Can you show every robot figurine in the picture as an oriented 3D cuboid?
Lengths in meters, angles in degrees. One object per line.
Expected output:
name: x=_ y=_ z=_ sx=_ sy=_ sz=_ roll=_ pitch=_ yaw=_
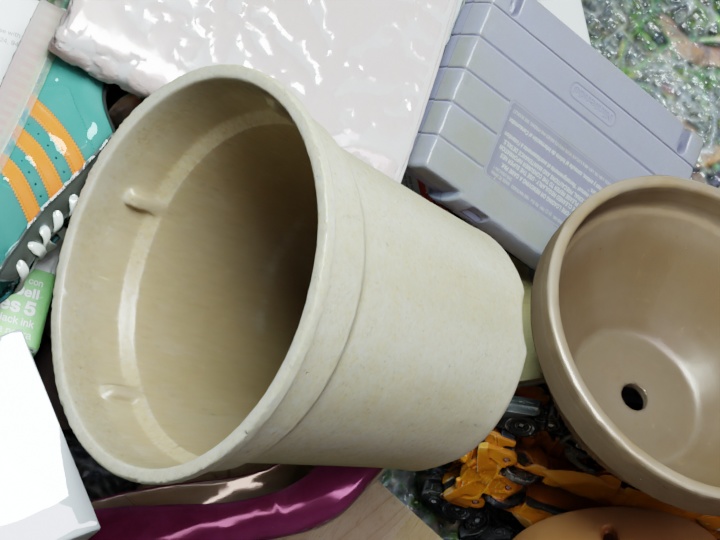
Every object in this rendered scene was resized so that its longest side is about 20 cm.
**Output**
robot figurine: x=0.137 y=0.130 z=1.195 sx=0.199 sy=0.145 sz=0.058 roll=22 pitch=47 yaw=-9

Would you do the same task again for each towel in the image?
towel: x=-0.046 y=-0.155 z=1.059 sx=0.199 sy=0.032 sz=0.192 roll=24 pitch=67 yaw=-14

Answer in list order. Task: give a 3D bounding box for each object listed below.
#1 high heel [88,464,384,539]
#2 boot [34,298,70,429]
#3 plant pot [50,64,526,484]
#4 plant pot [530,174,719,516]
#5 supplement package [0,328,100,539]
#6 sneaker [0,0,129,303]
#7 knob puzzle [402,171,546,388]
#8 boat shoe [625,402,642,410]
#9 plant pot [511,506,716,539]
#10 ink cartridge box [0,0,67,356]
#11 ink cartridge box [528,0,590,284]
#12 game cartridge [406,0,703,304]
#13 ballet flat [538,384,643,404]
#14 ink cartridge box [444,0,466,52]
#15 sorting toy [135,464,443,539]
high heel: x=-0.062 y=0.108 z=1.074 sx=0.200 sy=0.067 sz=0.096 roll=-40 pitch=99 yaw=-3
boot: x=-0.150 y=0.004 z=1.151 sx=0.070 sy=0.200 sz=0.146 roll=35 pitch=100 yaw=-17
plant pot: x=-0.023 y=0.020 z=0.980 sx=0.183 sy=0.200 sz=0.202 roll=18 pitch=65 yaw=-43
plant pot: x=0.174 y=0.054 z=1.111 sx=0.200 sy=0.093 sz=0.202 roll=13 pitch=57 yaw=-20
supplement package: x=-0.225 y=0.123 z=1.024 sx=0.113 sy=0.200 sz=0.110 roll=-20 pitch=80 yaw=-25
sneaker: x=-0.163 y=-0.044 z=1.012 sx=0.079 sy=0.071 sz=0.201 roll=22 pitch=65 yaw=-10
knob puzzle: x=0.000 y=0.000 z=1.169 sx=0.218 sy=0.031 sz=0.221 roll=6 pitch=60 yaw=-10
boat shoe: x=0.198 y=0.079 z=1.276 sx=0.199 sy=0.068 sz=0.072 roll=17 pitch=77 yaw=-3
plant pot: x=0.151 y=0.232 z=1.148 sx=0.199 sy=0.200 sz=0.141 roll=15 pitch=52 yaw=-15
ink cartridge box: x=-0.212 y=-0.039 z=1.112 sx=0.084 sy=0.145 sz=0.201 roll=16 pitch=68 yaw=-15
ink cartridge box: x=0.108 y=-0.069 z=1.261 sx=0.067 sy=0.116 sz=0.201 roll=-5 pitch=76 yaw=-23
game cartridge: x=0.114 y=-0.067 z=1.148 sx=0.200 sy=0.038 sz=0.130 roll=33 pitch=77 yaw=-36
ballet flat: x=0.199 y=0.078 z=1.213 sx=0.199 sy=0.073 sz=0.074 roll=16 pitch=68 yaw=-10
ink cartridge box: x=-0.020 y=-0.188 z=1.204 sx=0.145 sy=0.200 sz=0.145 roll=25 pitch=66 yaw=-11
sorting toy: x=-0.062 y=0.198 z=1.134 sx=0.199 sy=0.070 sz=0.200 roll=42 pitch=63 yaw=-4
